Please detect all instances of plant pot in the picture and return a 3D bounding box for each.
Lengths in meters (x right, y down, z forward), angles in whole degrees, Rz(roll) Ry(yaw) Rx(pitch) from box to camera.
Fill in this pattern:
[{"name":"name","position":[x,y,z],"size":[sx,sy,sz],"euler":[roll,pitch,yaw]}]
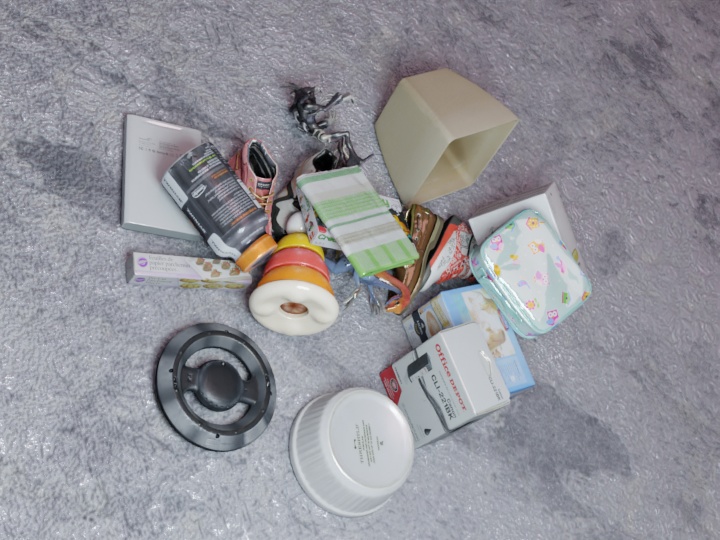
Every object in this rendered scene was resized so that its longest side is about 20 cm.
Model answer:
[{"name":"plant pot","position":[0.145,-0.268,1.884],"size":[0.198,0.200,0.178],"euler":[-21,67,-38]}]

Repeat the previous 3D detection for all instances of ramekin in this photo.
[{"name":"ramekin","position":[-0.004,0.278,1.553],"size":[0.200,0.094,0.205],"euler":[15,59,-26]}]

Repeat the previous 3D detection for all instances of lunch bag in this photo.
[{"name":"lunch bag","position":[0.287,0.006,1.709],"size":[0.160,0.077,0.201],"euler":[-36,88,-19]}]

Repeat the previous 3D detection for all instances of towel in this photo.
[{"name":"towel","position":[-0.007,-0.080,1.614],"size":[0.148,0.031,0.201],"euler":[-15,65,-44]}]

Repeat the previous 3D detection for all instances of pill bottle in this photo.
[{"name":"pill bottle","position":[-0.217,-0.095,1.567],"size":[0.106,0.106,0.201],"euler":[-36,86,-40]}]

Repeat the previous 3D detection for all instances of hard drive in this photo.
[{"name":"hard drive","position":[-0.323,-0.152,1.616],"size":[0.130,0.026,0.203],"euler":[10,61,-29]}]

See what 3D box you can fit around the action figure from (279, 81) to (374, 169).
[{"name":"action figure","position":[-0.060,-0.273,1.797],"size":[0.102,0.119,0.201],"euler":[-39,99,-22]}]

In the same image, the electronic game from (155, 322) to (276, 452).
[{"name":"electronic game","position":[-0.217,0.176,1.502],"size":[0.198,0.042,0.203],"euler":[16,58,-28]}]

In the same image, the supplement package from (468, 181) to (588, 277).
[{"name":"supplement package","position":[0.315,-0.038,1.834],"size":[0.202,0.154,0.111],"euler":[68,24,-9]}]

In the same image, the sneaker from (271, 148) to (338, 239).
[{"name":"sneaker","position":[-0.100,-0.137,1.720],"size":[0.073,0.080,0.202],"euler":[34,54,-16]}]

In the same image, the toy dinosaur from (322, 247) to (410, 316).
[{"name":"toy dinosaur","position":[0.000,0.000,1.658],"size":[0.105,0.179,0.203],"euler":[-41,135,-59]}]

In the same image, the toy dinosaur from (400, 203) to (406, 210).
[{"name":"toy dinosaur","position":[0.038,-0.083,1.804],"size":[0.198,0.047,0.089],"euler":[18,64,-20]}]

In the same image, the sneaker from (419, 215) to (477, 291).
[{"name":"sneaker","position":[0.174,-0.008,1.832],"size":[0.108,0.067,0.202],"euler":[39,46,-7]}]

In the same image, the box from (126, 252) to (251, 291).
[{"name":"box","position":[-0.269,0.004,1.561],"size":[0.198,0.041,0.039],"euler":[5,62,-32]}]

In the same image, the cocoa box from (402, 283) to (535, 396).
[{"name":"cocoa box","position":[0.188,0.141,1.724],"size":[0.132,0.131,0.202],"euler":[-10,72,-36]}]

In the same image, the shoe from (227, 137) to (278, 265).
[{"name":"shoe","position":[-0.177,-0.117,1.650],"size":[0.071,0.091,0.203],"euler":[0,66,-32]}]

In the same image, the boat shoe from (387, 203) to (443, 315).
[{"name":"boat shoe","position":[0.080,-0.021,1.763],"size":[0.067,0.072,0.202],"euler":[28,69,-21]}]

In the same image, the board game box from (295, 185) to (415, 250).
[{"name":"board game box","position":[-0.006,-0.083,1.663],"size":[0.198,0.035,0.127],"euler":[11,45,-32]}]

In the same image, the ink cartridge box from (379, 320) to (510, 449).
[{"name":"ink cartridge box","position":[0.135,0.191,1.620],"size":[0.083,0.200,0.146],"euler":[-13,73,-37]}]

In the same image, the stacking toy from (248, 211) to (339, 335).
[{"name":"stacking toy","position":[-0.101,-0.009,1.615],"size":[0.145,0.146,0.202],"euler":[21,52,-22]}]
